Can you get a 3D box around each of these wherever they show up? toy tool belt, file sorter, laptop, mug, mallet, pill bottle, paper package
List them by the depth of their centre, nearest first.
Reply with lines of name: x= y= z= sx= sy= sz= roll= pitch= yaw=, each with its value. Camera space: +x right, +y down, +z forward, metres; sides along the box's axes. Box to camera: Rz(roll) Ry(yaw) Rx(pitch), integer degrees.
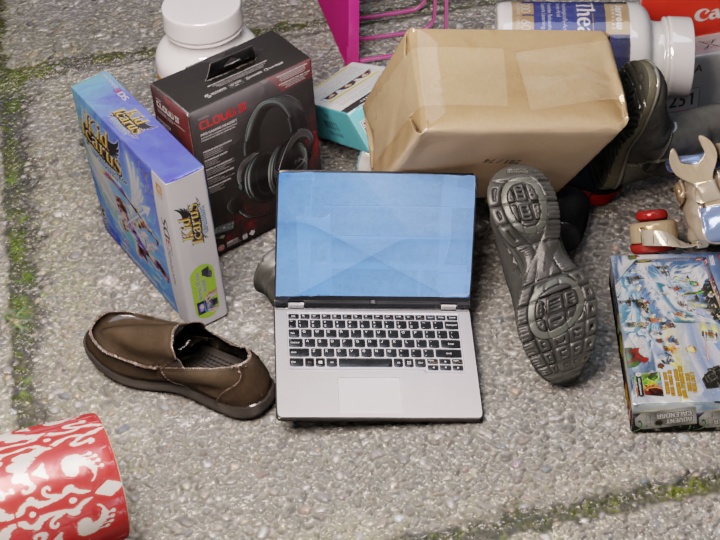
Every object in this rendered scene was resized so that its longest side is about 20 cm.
mug: x=-0.292 y=0.215 z=1.244 sx=0.199 sy=0.179 sz=0.133 roll=-16 pitch=6 yaw=-19
laptop: x=0.016 y=0.023 z=1.381 sx=0.186 sy=0.116 sz=0.201 roll=1 pitch=50 yaw=-5
paper package: x=0.119 y=-0.142 z=1.442 sx=0.198 sy=0.191 sz=0.104 roll=-2 pitch=72 yaw=-15
toy tool belt: x=0.353 y=-0.088 z=1.501 sx=0.198 sy=0.124 sz=0.125 roll=-7 pitch=2 yaw=-8
mallet: x=0.132 y=-0.067 z=1.543 sx=0.199 sy=0.041 sz=0.066 roll=12 pitch=41 yaw=1
pill bottle: x=0.237 y=-0.219 z=1.570 sx=0.198 sy=0.111 sz=0.111 roll=1 pitch=41 yaw=3
pill bottle: x=-0.156 y=-0.194 z=1.615 sx=0.110 sy=0.201 sz=0.111 roll=-2 pitch=41 yaw=2
file sorter: x=0.021 y=-0.359 z=1.839 sx=0.124 sy=0.140 sz=0.201 roll=-9 pitch=41 yaw=-10

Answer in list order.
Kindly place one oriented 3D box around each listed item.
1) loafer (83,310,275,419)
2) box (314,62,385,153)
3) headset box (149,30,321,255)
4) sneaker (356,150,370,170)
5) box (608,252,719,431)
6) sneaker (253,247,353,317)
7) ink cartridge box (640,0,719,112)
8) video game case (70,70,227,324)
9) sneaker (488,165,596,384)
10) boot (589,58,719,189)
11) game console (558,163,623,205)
loafer: x=-0.167 y=0.070 z=1.411 sx=0.199 sy=0.072 sz=0.073 roll=15 pitch=44 yaw=20
box: x=0.001 y=-0.174 z=1.616 sx=0.082 sy=0.049 sz=0.200 roll=-34 pitch=19 yaw=-9
headset box: x=-0.122 y=-0.135 z=1.544 sx=0.148 sy=0.201 sz=0.077 roll=-28 pitch=46 yaw=-26
sneaker: x=0.086 y=-0.143 z=1.641 sx=0.081 sy=0.077 sz=0.200 roll=33 pitch=59 yaw=24
box: x=0.305 y=0.062 z=1.406 sx=0.136 sy=0.040 sz=0.201 roll=-2 pitch=41 yaw=4
sneaker: x=0.000 y=0.000 z=1.490 sx=0.199 sy=0.076 sz=0.091 roll=-25 pitch=55 yaw=-13
ink cartridge box: x=0.396 y=-0.244 z=1.647 sx=0.199 sy=0.174 sz=0.044 roll=-10 pitch=40 yaw=-7
video game case: x=-0.205 y=-0.069 z=1.489 sx=0.045 sy=0.182 sz=0.200 roll=-25 pitch=45 yaw=-23
sneaker: x=0.167 y=0.006 z=1.411 sx=0.075 sy=0.091 sz=0.201 roll=-11 pitch=80 yaw=-1
boot: x=0.341 y=-0.151 z=1.532 sx=0.198 sy=0.182 sz=0.073 roll=-5 pitch=60 yaw=-12
game console: x=0.199 y=-0.165 z=1.628 sx=0.176 sy=0.031 sz=0.201 roll=19 pitch=49 yaw=-6
